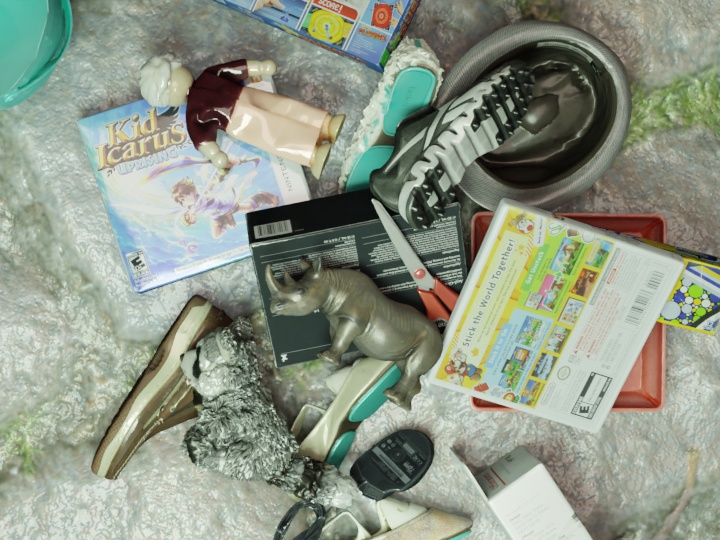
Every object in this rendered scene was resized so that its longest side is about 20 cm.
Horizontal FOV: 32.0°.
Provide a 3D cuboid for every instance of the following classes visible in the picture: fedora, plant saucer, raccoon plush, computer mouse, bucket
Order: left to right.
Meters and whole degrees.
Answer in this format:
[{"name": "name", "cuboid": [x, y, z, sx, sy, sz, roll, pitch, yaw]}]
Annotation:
[{"name": "bucket", "cuboid": [-0.379, -0.244, 1.191, 0.207, 0.135, 0.208, 0, 91, -3]}, {"name": "raccoon plush", "cuboid": [-0.081, 0.129, 1.195, 0.200, 0.097, 0.134, 18, 100, -12]}, {"name": "computer mouse", "cuboid": [-0.006, 0.223, 1.233, 0.200, 0.034, 0.059, -32, 60, -23]}, {"name": "fedora", "cuboid": [0.167, -0.150, 1.241, 0.200, 0.090, 0.177, -42, 92, 2]}, {"name": "plant saucer", "cuboid": [0.208, 0.042, 1.272, 0.199, 0.037, 0.200, 0, 91, -3]}]

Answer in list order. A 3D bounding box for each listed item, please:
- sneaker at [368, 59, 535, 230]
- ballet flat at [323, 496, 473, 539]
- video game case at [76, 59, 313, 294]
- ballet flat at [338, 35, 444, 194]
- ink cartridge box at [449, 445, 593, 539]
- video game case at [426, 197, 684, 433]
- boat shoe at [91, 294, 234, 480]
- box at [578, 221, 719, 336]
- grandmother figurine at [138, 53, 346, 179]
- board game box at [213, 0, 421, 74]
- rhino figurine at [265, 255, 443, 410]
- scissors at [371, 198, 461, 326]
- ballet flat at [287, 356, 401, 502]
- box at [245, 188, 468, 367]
[{"name": "sneaker", "cuboid": [0.079, -0.129, 1.161, 0.090, 0.067, 0.200, 26, 68, 39]}, {"name": "ballet flat", "cuboid": [0.012, 0.265, 1.249, 0.200, 0.068, 0.067, -20, 84, -4]}, {"name": "video game case", "cuboid": [-0.158, -0.093, 1.248, 0.200, 0.045, 0.182, -19, 90, -3]}, {"name": "ballet flat", "cuboid": [0.030, -0.143, 1.224, 0.072, 0.072, 0.200, 25, 130, -3]}, {"name": "ink cartridge box", "cuboid": [0.174, 0.246, 1.231, 0.067, 0.116, 0.200, -34, 92, -2]}, {"name": "video game case", "cuboid": [0.181, 0.047, 1.187, 0.182, 0.023, 0.200, 17, 116, -8]}, {"name": "boat shoe", "cuboid": [-0.186, 0.126, 1.235, 0.075, 0.075, 0.203, 33, 88, -9]}, {"name": "box", "cuboid": [0.252, 0.001, 1.219, 0.200, 0.064, 0.070, 14, 103, -4]}, {"name": "grandmother figurine", "cuboid": [-0.121, -0.152, 1.202, 0.200, 0.061, 0.121, 23, 60, 1]}, {"name": "board game box", "cuboid": [-0.037, -0.293, 1.229, 0.200, 0.034, 0.136, 26, 89, 15]}, {"name": "rhino figurine", "cuboid": [-0.007, 0.047, 1.155, 0.200, 0.060, 0.088, 34, 82, -20]}, {"name": "scissors", "cuboid": [0.057, 0.015, 1.180, 0.073, 0.014, 0.200, -42, 119, 16]}, {"name": "ballet flat", "cuboid": [-0.022, 0.139, 1.243, 0.069, 0.069, 0.200, 35, 97, -3]}, {"name": "box", "cuboid": [0.000, 0.000, 1.214, 0.200, 0.079, 0.141, -11, 117, -3]}]
